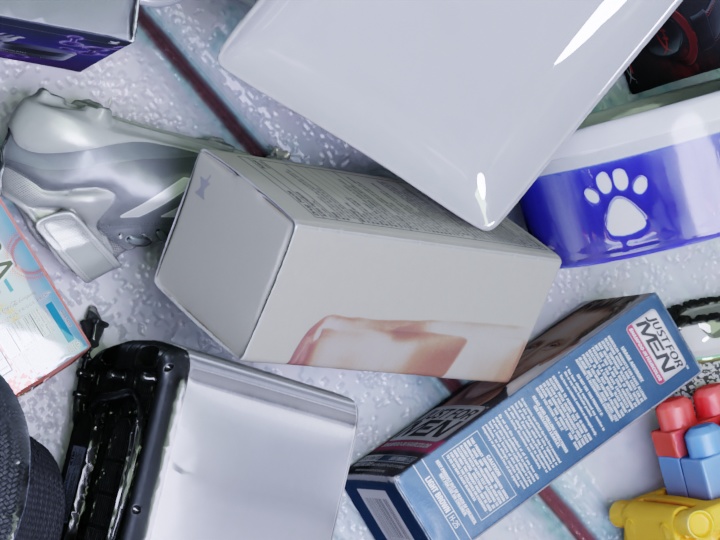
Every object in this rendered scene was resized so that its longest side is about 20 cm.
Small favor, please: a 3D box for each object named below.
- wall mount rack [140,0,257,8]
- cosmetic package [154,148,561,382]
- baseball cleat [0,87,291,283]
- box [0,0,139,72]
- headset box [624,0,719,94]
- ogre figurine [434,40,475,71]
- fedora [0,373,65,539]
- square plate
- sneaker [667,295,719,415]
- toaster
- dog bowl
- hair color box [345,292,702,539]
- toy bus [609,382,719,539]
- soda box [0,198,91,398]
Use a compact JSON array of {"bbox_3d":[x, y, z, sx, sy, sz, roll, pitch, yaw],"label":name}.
[{"bbox_3d":[-0.049,-0.220,1.277,0.174,0.075,0.200,42,75,-13],"label":"wall mount rack"},{"bbox_3d":[0.000,0.000,1.221,0.200,0.103,0.087,8,112,-40],"label":"cosmetic package"},{"bbox_3d":[-0.114,-0.036,1.256,0.200,0.070,0.107,18,97,-16],"label":"baseball cleat"},{"bbox_3d":[-0.228,-0.167,1.175,0.200,0.141,0.079,9,83,-18],"label":"box"},{"bbox_3d":[0.213,-0.198,1.303,0.075,0.200,0.149,-21,94,-20],"label":"headset box"},{"bbox_3d":[0.082,-0.140,1.269,0.200,0.120,0.098,-1,88,-19],"label":"ogre figurine"},{"bbox_3d":[-0.224,0.144,1.160,0.092,0.200,0.201,25,77,-46],"label":"fedora"},{"bbox_3d":[0.055,-0.143,1.162,0.200,0.028,0.198,31,107,-28],"label":"square plate"},{"bbox_3d":[0.275,0.058,1.386,0.200,0.077,0.089,-6,102,-15],"label":"sneaker"},{"bbox_3d":[-0.098,0.127,1.184,0.119,0.181,0.200,16,82,-21],"label":"toaster"},{"bbox_3d":[0.191,-0.064,1.286,0.200,0.200,0.079,-18,94,-20],"label":"dog bowl"},{"bbox_3d":[0.094,0.091,1.294,0.200,0.100,0.061,-33,98,-19],"label":"hair color box"},{"bbox_3d":[0.254,0.159,1.327,0.200,0.136,0.192,-13,91,-21],"label":"toy bus"},{"bbox_3d":[-0.231,-0.023,1.202,0.064,0.068,0.200,-33,98,-19],"label":"soda box"}]
